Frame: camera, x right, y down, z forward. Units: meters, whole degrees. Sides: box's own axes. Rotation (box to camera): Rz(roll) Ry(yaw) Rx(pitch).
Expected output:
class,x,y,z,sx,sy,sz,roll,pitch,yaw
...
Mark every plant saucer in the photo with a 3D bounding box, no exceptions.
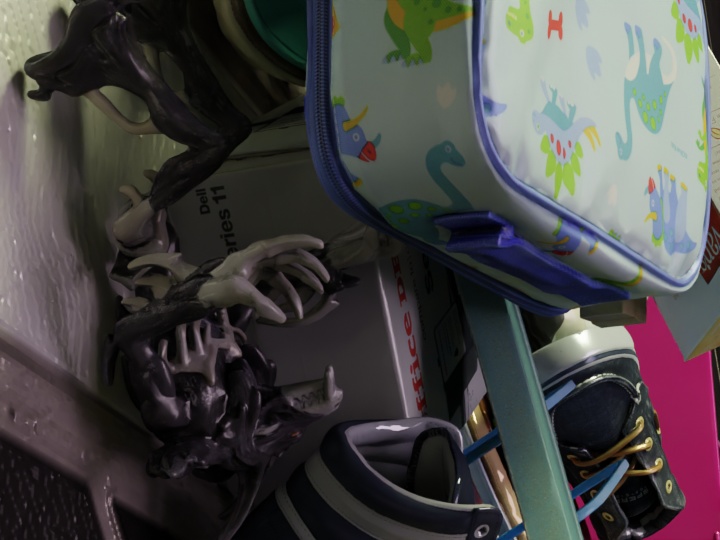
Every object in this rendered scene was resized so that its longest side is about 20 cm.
class,x,y,z,sx,sy,sz,roll,pitch,yaw
plant saucer,0.065,0.060,0.702,0.070,0.019,0.201,51,22,-67

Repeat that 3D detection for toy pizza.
class,x,y,z,sx,sy,sz,roll,pitch,yaw
toy pizza,0.094,0.106,1.005,0.200,0.032,0.200,60,12,-23

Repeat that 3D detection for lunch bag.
class,x,y,z,sx,sy,sz,roll,pitch,yaw
lunch bag,0.058,-0.072,0.630,0.200,0.082,0.161,23,63,-55

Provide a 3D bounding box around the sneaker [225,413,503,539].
class,x,y,z,sx,sy,sz,roll,pitch,yaw
sneaker,0.040,0.128,0.664,0.200,0.109,0.070,30,14,-28

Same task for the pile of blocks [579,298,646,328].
class,x,y,z,sx,sy,sz,roll,pitch,yaw
pile of blocks,0.064,-0.056,0.763,0.082,0.062,0.200,-43,118,-49

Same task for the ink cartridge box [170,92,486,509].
class,x,y,z,sx,sy,sz,roll,pitch,yaw
ink cartridge box,0.000,0.000,0.762,0.200,0.083,0.147,-44,124,-67

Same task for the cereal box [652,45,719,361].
class,x,y,z,sx,sy,sz,roll,pitch,yaw
cereal box,0.129,-0.069,0.800,0.144,0.039,0.200,91,-25,-72

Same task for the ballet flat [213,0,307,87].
class,x,y,z,sx,sy,sz,roll,pitch,yaw
ballet flat,-0.020,-0.111,0.767,0.200,0.069,0.070,-6,89,-59

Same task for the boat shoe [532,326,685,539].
class,x,y,z,sx,sy,sz,roll,pitch,yaw
boat shoe,0.138,0.094,0.964,0.091,0.071,0.200,65,8,20

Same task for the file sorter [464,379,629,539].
class,x,y,z,sx,sy,sz,roll,pitch,yaw
file sorter,0.093,0.165,0.801,0.200,0.123,0.139,56,15,6

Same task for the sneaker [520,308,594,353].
class,x,y,z,sx,sy,sz,roll,pitch,yaw
sneaker,0.123,0.012,1.026,0.070,0.093,0.200,59,-1,8

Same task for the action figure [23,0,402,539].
class,x,y,z,sx,sy,sz,roll,pitch,yaw
action figure,-0.043,-0.004,0.602,0.119,0.102,0.201,-53,131,-69

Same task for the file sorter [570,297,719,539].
class,x,y,z,sx,sy,sz,roll,pitch,yaw
file sorter,0.173,0.120,1.177,0.125,0.139,0.201,47,40,-67
